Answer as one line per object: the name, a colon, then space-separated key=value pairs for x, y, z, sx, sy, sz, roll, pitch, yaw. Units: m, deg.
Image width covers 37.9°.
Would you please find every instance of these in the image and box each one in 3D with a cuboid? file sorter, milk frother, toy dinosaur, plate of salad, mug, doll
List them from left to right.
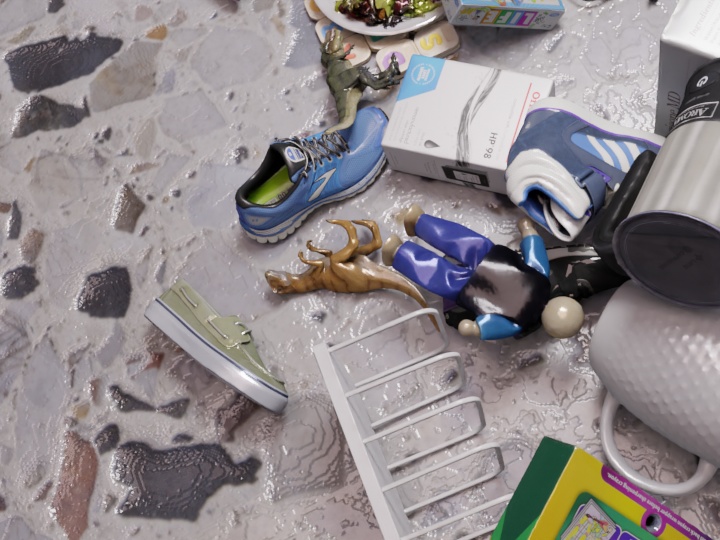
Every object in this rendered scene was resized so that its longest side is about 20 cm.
toy dinosaur: x=0.000 y=-0.208 z=1.152 sx=0.088 sy=0.048 sz=0.200 roll=-16 pitch=39 yaw=8
toy dinosaur: x=0.000 y=0.000 z=1.109 sx=0.199 sy=0.060 sz=0.107 roll=5 pitch=95 yaw=21
plate of salad: x=0.033 y=-0.363 z=1.218 sx=0.199 sy=0.048 sz=0.201 roll=-4 pitch=68 yaw=9
file sorter: x=0.058 y=0.155 z=0.982 sx=0.124 sy=0.139 sz=0.200 roll=-24 pitch=66 yaw=1
doll: x=0.124 y=0.003 z=1.004 sx=0.200 sy=0.048 sz=0.137 roll=30 pitch=72 yaw=22
mug: x=0.293 y=0.107 z=0.948 sx=0.175 sy=0.148 sz=0.200 roll=28 pitch=98 yaw=29
milk frother: x=0.326 y=-0.042 z=0.906 sx=0.200 sy=0.181 sz=0.188 roll=33 pitch=64 yaw=-1

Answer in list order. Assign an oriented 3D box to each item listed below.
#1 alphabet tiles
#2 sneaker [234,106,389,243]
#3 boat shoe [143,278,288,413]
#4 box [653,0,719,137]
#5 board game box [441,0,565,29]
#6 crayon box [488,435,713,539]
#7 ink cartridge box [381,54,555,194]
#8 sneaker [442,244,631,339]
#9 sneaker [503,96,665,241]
alphabet tiles: x=0.038 y=-0.320 z=1.234 sx=0.195 sy=0.015 sz=0.200 roll=-25 pitch=66 yaw=4
sneaker: x=-0.051 y=-0.111 z=1.135 sx=0.200 sy=0.089 sz=0.079 roll=-38 pitch=66 yaw=-5
boat shoe: x=-0.145 y=0.075 z=1.097 sx=0.200 sy=0.072 sz=0.062 roll=34 pitch=83 yaw=25
box: x=0.402 y=-0.218 z=1.006 sx=0.171 sy=0.199 sz=0.200 roll=28 pitch=78 yaw=22
board game box: x=0.137 y=-0.363 z=1.179 sx=0.134 sy=0.034 sz=0.200 roll=-3 pitch=64 yaw=-24
crayon box: x=0.199 y=0.267 z=0.888 sx=0.200 sy=0.058 sz=0.173 roll=35 pitch=79 yaw=-18
ink cartridge box: x=0.136 y=-0.151 z=1.117 sx=0.199 sy=0.067 sz=0.116 roll=14 pitch=74 yaw=18
sneaker: x=0.180 y=0.027 z=1.044 sx=0.199 sy=0.076 sz=0.088 roll=-3 pitch=75 yaw=21
sneaker: x=0.233 y=-0.072 z=1.019 sx=0.200 sy=0.081 sz=0.147 roll=24 pitch=58 yaw=-7
